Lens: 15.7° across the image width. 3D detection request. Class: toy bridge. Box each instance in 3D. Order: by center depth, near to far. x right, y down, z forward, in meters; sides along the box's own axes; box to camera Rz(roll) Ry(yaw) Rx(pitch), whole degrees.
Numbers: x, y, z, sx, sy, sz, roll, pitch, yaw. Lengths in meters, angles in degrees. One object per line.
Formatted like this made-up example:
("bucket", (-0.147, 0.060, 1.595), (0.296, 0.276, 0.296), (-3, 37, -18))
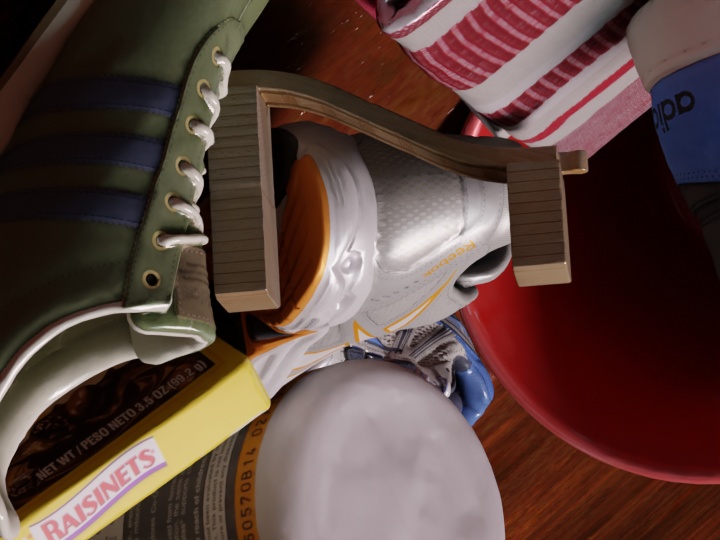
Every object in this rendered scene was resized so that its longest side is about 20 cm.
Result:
("toy bridge", (-0.034, -0.023, 0.753), (0.199, 0.068, 0.027), (-5, 167, 6))

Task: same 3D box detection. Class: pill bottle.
("pill bottle", (-0.052, 0.109, 0.971), (0.200, 0.117, 0.116), (-19, -178, 43))

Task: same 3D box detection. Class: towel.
("towel", (0.084, -0.094, 0.720), (0.144, 0.023, 0.200), (-40, 163, 9))

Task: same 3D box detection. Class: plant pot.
("plant pot", (0.157, -0.034, 1.069), (0.201, 0.200, 0.177), (-50, 171, 30))

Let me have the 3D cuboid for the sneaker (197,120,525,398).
("sneaker", (0.000, 0.000, 0.868), (0.092, 0.076, 0.200), (-5, 172, -16))

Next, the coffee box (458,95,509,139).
("coffee box", (0.089, -0.144, 0.782), (0.200, 0.080, 0.113), (-40, 163, -2))

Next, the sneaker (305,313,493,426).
("sneaker", (0.000, 0.041, 1.060), (0.077, 0.085, 0.200), (-47, 162, 23))

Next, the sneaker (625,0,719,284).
("sneaker", (0.181, -0.048, 0.704), (0.199, 0.112, 0.077), (-18, 171, 8))

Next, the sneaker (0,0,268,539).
("sneaker", (-0.067, -0.014, 0.705), (0.200, 0.090, 0.067), (-49, 165, -11))

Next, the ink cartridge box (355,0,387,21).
("ink cartridge box", (0.040, -0.164, 0.613), (0.200, 0.083, 0.145), (-43, 164, 5))

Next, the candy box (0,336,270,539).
("candy box", (-0.135, 0.075, 0.839), (0.200, 0.102, 0.026), (-35, 122, -18))
